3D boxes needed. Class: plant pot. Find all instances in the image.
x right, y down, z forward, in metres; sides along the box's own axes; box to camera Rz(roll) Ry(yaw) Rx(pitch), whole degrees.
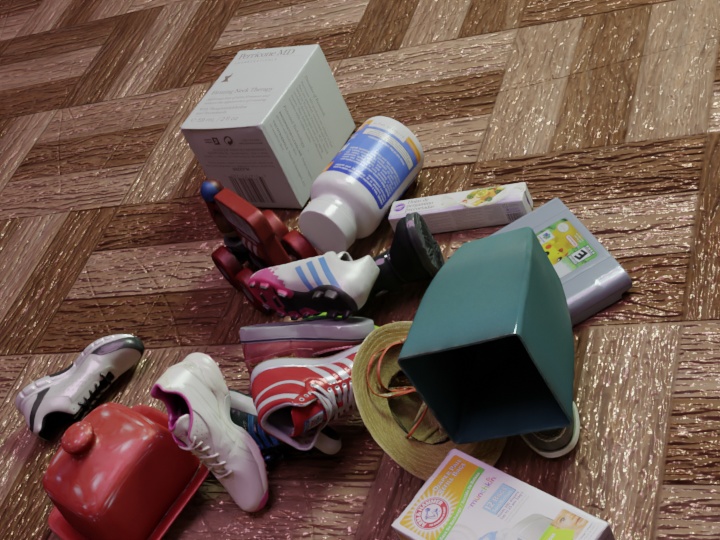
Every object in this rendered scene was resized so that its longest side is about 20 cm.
[{"bbox_3d":[0.149,0.057,1.268,0.140,0.142,0.201,-15,38,29],"label":"plant pot"}]

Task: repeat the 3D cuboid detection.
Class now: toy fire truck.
[{"bbox_3d":[-0.157,-0.053,1.648,0.112,0.169,0.200,-38,39,-13],"label":"toy fire truck"}]

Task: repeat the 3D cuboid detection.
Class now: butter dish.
[{"bbox_3d":[-0.307,0.237,1.422,0.198,0.148,0.201,19,64,43],"label":"butter dish"}]

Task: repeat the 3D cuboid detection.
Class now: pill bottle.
[{"bbox_3d":[-0.002,-0.118,1.663,0.111,0.113,0.200,9,47,38],"label":"pill bottle"}]

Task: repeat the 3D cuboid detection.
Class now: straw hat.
[{"bbox_3d":[0.062,0.161,1.325,0.085,0.200,0.202,-46,15,51],"label":"straw hat"}]

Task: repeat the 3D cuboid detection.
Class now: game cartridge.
[{"bbox_3d":[0.236,-0.006,1.464,0.133,0.041,0.200,-33,38,1],"label":"game cartridge"}]

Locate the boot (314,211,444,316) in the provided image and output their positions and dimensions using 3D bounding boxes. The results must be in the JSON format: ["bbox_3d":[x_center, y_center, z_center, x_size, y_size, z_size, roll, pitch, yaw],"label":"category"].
[{"bbox_3d":[0.000,0.000,1.505,0.198,0.165,0.066,-16,65,11],"label":"boot"}]

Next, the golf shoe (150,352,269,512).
[{"bbox_3d":[-0.179,0.200,1.370,0.075,0.201,0.091,-32,-6,41],"label":"golf shoe"}]

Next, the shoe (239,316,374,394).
[{"bbox_3d":[-0.063,0.109,1.443,0.199,0.092,0.071,-5,3,34],"label":"shoe"}]

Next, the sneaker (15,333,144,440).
[{"bbox_3d":[-0.384,0.165,1.637,0.199,0.074,0.080,-35,52,-1],"label":"sneaker"}]

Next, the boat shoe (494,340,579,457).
[{"bbox_3d":[0.194,0.124,1.322,0.072,0.061,0.203,-22,38,7],"label":"boat shoe"}]

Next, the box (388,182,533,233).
[{"bbox_3d":[0.137,-0.082,1.605,0.198,0.042,0.039,-8,41,26],"label":"box"}]

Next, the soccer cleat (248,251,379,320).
[{"bbox_3d":[-0.056,0.015,1.455,0.199,0.070,0.087,4,48,46],"label":"soccer cleat"}]

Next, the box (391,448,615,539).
[{"bbox_3d":[0.145,0.277,1.146,0.199,0.102,0.113,21,58,44],"label":"box"}]

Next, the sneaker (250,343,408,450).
[{"bbox_3d":[-0.027,0.146,1.348,0.198,0.072,0.113,-8,30,-1],"label":"sneaker"}]

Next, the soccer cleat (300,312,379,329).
[{"bbox_3d":[-0.010,0.102,1.473,0.199,0.068,0.082,7,63,36],"label":"soccer cleat"}]

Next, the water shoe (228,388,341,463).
[{"bbox_3d":[-0.106,0.206,1.426,0.199,0.071,0.080,15,83,40],"label":"water shoe"}]

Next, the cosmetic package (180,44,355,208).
[{"bbox_3d":[-0.142,-0.225,1.834,0.166,0.167,0.201,2,46,33],"label":"cosmetic package"}]
